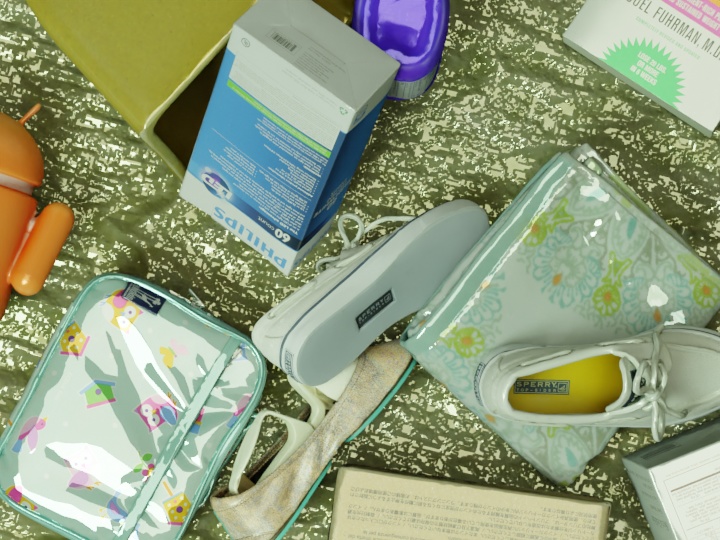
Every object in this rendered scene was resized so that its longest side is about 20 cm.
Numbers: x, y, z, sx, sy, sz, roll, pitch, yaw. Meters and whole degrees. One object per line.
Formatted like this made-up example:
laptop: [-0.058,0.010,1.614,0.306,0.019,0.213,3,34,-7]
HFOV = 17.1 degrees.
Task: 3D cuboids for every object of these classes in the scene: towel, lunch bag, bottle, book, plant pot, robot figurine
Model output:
towel: [0.151,0.031,1.740,0.171,0.048,0.200,42,87,-12]
lunch bag: [-0.162,0.107,1.738,0.160,0.077,0.200,29,87,2]
bottle: [0.027,-0.163,1.694,0.065,0.200,0.084,8,85,1]
book: [0.260,-0.219,1.780,0.133,0.048,0.200,33,89,6]
plant pot: [-0.142,-0.209,1.708,0.200,0.196,0.194,42,87,11]
robot figurine: [-0.294,-0.035,1.730,0.144,0.117,0.200,12,86,40]

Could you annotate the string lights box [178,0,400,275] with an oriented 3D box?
string lights box: [-0.053,-0.094,1.648,0.103,0.200,0.059,36,55,8]

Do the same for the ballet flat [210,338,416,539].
ballet flat: [-0.036,0.110,1.728,0.067,0.068,0.200,42,73,-14]

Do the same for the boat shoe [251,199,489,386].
boat shoe: [0.000,0.004,1.747,0.202,0.075,0.086,-40,46,-23]

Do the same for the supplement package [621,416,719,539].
supplement package: [0.297,0.201,1.693,0.150,0.152,0.200,-22,89,-1]

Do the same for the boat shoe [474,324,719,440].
boat shoe: [0.187,0.078,1.680,0.201,0.086,0.075,0,98,-13]

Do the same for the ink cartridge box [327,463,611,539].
ink cartridge box: [0.071,0.233,1.732,0.199,0.075,0.165,8,88,0]
